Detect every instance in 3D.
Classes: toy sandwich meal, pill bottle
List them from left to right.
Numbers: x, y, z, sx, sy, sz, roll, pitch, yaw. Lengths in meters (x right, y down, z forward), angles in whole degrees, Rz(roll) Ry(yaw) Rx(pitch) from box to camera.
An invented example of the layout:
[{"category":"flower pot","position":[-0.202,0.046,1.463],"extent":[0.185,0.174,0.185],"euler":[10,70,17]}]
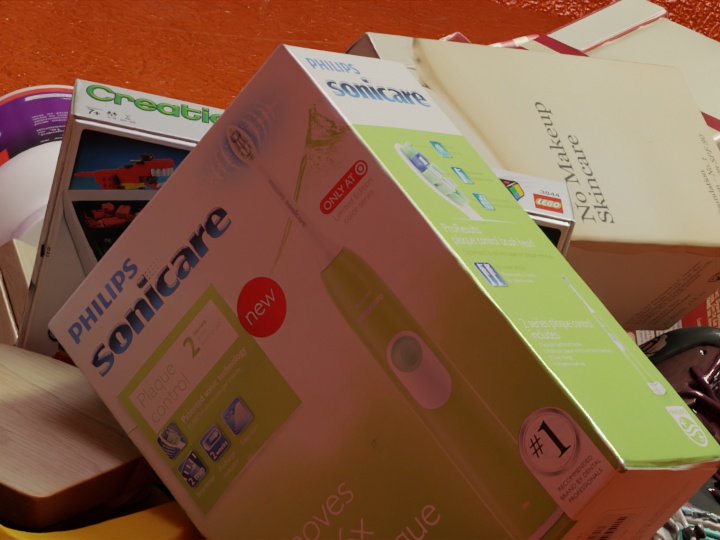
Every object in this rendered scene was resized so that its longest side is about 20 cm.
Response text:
[{"category":"toy sandwich meal","position":[-0.145,0.081,1.081],"extent":[0.204,0.071,0.205],"euler":[14,12,-3]},{"category":"pill bottle","position":[-0.141,-0.018,1.444],"extent":[0.112,0.113,0.200],"euler":[11,12,-13]}]

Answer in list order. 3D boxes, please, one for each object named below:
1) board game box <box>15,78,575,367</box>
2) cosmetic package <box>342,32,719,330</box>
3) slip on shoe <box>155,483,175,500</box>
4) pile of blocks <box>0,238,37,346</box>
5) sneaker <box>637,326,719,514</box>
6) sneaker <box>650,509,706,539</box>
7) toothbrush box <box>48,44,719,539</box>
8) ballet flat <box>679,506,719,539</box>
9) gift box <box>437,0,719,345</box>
[{"category":"board game box","position":[-0.028,0.006,1.184],"extent":[0.199,0.127,0.035],"euler":[12,30,-9]},{"category":"cosmetic package","position":[0.070,-0.035,1.301],"extent":[0.199,0.073,0.104],"euler":[2,56,-45]},{"category":"slip on shoe","position":[-0.041,0.073,1.254],"extent":[0.199,0.075,0.061],"euler":[7,18,-8]},{"category":"pile of blocks","position":[-0.154,0.033,1.294],"extent":[0.199,0.062,0.082],"euler":[-15,-26,-10]},{"category":"sneaker","position":[0.150,0.076,1.320],"extent":[0.200,0.115,0.076],"euler":[32,-22,55]},{"category":"sneaker","position":[0.101,0.107,1.116],"extent":[0.200,0.082,0.075],"euler":[38,-14,20]},{"category":"toothbrush box","position":[0.007,0.042,1.073],"extent":[0.200,0.146,0.086],"euler":[52,24,23]},{"category":"ballet flat","position":[0.098,0.121,1.206],"extent":[0.199,0.075,0.074],"euler":[16,12,-2]},{"category":"gift box","position":[0.112,-0.023,1.522],"extent":[0.199,0.186,0.187],"euler":[-20,30,-25]}]
